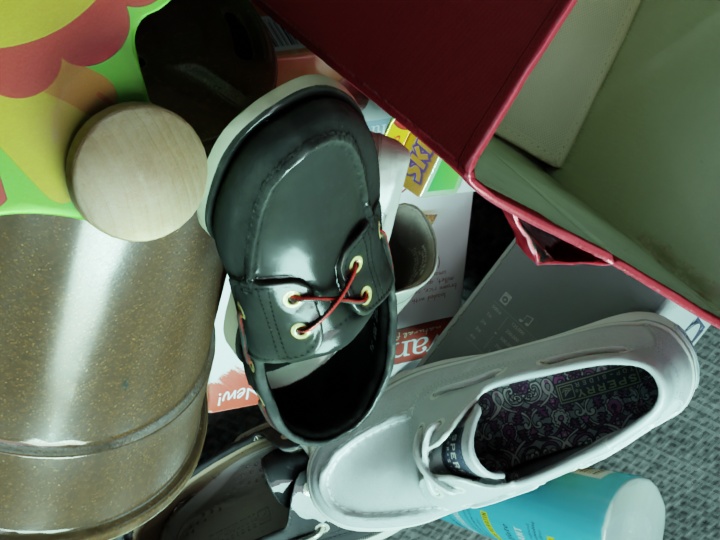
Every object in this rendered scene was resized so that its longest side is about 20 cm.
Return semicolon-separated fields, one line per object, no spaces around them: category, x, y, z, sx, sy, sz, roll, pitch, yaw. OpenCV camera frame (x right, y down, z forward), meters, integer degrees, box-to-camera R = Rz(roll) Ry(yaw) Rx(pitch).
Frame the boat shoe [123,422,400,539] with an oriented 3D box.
boat shoe;-0.034;0.107;1.113;0.199;0.074;0.060;-26;152;26

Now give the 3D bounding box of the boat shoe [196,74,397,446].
boat shoe;-0.017;-0.001;0.828;0.073;0.063;0.202;-27;153;-16

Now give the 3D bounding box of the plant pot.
plant pot;-0.132;-0.025;0.889;0.199;0.201;0.199;2;134;-25

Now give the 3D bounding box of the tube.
tube;0.064;0.114;1.125;0.077;0.199;0.051;48;63;-38

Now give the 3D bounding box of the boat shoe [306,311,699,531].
boat shoe;0.058;0.076;0.997;0.199;0.068;0.073;-15;94;21

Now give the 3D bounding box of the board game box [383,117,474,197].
board game box;0.084;-0.085;1.015;0.199;0.030;0.096;-6;127;-51

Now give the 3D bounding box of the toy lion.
toy lion;-0.144;-0.090;0.717;0.199;0.069;0.193;-20;105;-13

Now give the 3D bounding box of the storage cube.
storage cube;0.090;-0.113;0.814;0.170;0.180;0.201;26;102;-41

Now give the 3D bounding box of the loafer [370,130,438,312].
loafer;0.000;0.000;0.963;0.069;0.070;0.200;2;155;7

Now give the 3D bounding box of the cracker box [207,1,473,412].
cracker box;-0.016;-0.034;1.048;0.133;0.058;0.201;-10;129;-18

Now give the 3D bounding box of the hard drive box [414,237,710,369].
hard drive box;0.137;-0.007;1.078;0.201;0.077;0.156;-54;162;20
